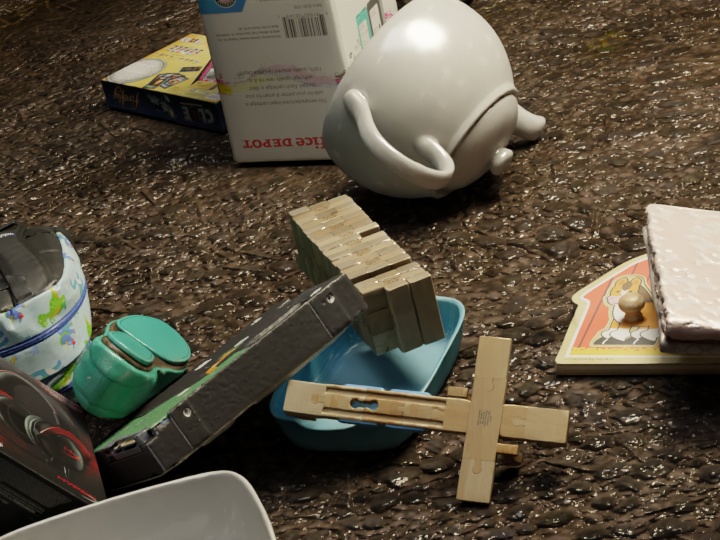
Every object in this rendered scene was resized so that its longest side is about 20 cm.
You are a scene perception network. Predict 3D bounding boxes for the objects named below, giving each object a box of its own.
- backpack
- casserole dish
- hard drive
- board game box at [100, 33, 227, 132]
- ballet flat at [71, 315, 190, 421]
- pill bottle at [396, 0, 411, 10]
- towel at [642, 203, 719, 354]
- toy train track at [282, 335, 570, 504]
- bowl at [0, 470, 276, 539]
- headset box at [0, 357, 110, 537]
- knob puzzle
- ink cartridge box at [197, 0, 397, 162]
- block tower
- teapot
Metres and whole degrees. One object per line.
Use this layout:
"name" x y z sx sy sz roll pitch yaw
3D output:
"backpack" -0.282 0.042 1.623 0.162 0.155 0.200 -18 4 -15
"casserole dish" 0.010 0.078 1.506 0.120 0.039 0.200 -2 29 22
"hard drive" -0.098 0.082 1.458 0.200 0.038 0.139 -38 6 -27
"board game box" -0.163 -0.202 2.159 0.135 0.035 0.199 -32 31 -34
"ballet flat" -0.182 0.077 1.549 0.071 0.067 0.200 -53 -3 5
"pill bottle" 0.027 -0.345 2.268 0.198 0.115 0.114 1 29 27
"towel" 0.300 0.015 1.452 0.189 0.033 0.200 6 27 1
"toy train track" 0.046 0.101 1.397 0.198 0.033 0.116 6 72 13
"bowl" -0.141 0.218 1.253 0.198 0.075 0.200 -16 27 -7
"headset box" -0.262 0.119 1.408 0.075 0.148 0.200 -51 23 8
"knob puzzle" 0.253 0.014 1.529 0.217 0.031 0.220 -11 26 5
"ink cartridge box" -0.052 -0.224 1.960 0.145 0.202 0.146 0 27 24
"block tower" 0.000 0.000 1.563 0.054 0.058 0.200 -19 24 -14
"teapot" 0.070 -0.134 1.783 0.146 0.198 0.200 39 72 15
